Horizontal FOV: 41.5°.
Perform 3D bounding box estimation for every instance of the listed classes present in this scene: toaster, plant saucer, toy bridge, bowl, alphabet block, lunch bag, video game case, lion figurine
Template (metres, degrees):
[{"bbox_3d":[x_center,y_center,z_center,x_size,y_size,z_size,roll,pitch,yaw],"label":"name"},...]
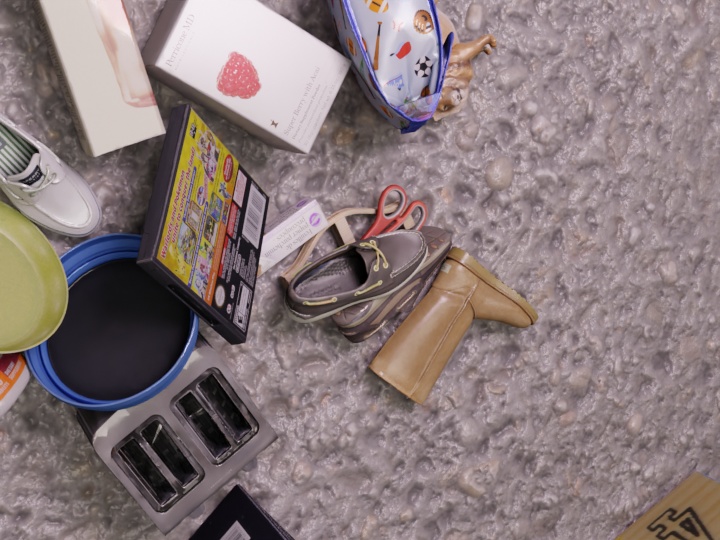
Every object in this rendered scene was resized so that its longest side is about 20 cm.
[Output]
[{"bbox_3d":[-0.216,0.177,1.116,0.180,0.118,0.202,-38,112,-15],"label":"toaster"},{"bbox_3d":[-0.400,0.004,0.985,0.199,0.202,0.031,34,125,-26],"label":"plant saucer"},{"bbox_3d":[-0.019,-0.042,1.218,0.198,0.027,0.068,-33,111,-17],"label":"toy bridge"},{"bbox_3d":[-0.271,0.057,1.047,0.196,0.040,0.204,-2,66,5],"label":"bowl"},{"bbox_3d":[0.544,0.472,1.479,0.198,0.196,0.197,-34,110,-15],"label":"alphabet block"},{"bbox_3d":[0.040,-0.263,1.100,0.122,0.170,0.204,-17,94,-1],"label":"lunch bag"},{"bbox_3d":[-0.167,-0.049,1.052,0.181,0.025,0.203,50,38,-49],"label":"video game case"},{"bbox_3d":[0.098,-0.303,1.211,0.121,0.072,0.203,-27,96,-4],"label":"lion figurine"}]

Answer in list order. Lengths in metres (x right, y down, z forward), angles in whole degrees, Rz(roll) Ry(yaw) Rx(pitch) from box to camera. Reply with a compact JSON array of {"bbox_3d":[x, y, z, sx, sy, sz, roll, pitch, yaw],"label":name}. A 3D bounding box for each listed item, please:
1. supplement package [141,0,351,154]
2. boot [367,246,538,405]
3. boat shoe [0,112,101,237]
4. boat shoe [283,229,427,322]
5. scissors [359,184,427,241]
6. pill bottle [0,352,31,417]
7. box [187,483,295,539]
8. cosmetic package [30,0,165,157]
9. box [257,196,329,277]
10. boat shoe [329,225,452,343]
[{"bbox_3d":[-0.134,-0.234,1.079,0.198,0.119,0.123,27,89,-26],"label":"supplement package"},{"bbox_3d":[0.127,0.094,1.295,0.174,0.066,0.202,36,85,-17],"label":"boot"},{"bbox_3d":[-0.362,-0.105,1.026,0.199,0.067,0.074,41,82,-25],"label":"boat shoe"},{"bbox_3d":[0.000,0.000,1.161,0.199,0.061,0.072,-27,73,-15],"label":"boat shoe"},{"bbox_3d":[0.007,-0.023,1.210,0.073,0.014,0.201,45,77,-24],"label":"scissors"},{"bbox_3d":[-0.452,0.075,0.993,0.110,0.109,0.201,-45,114,-11],"label":"pill bottle"},{"bbox_3d":[-0.098,0.387,1.162,0.104,0.199,0.183,-47,113,-12],"label":"box"},{"bbox_3d":[-0.286,-0.234,1.019,0.086,0.103,0.204,-21,109,-19],"label":"cosmetic package"},{"bbox_3d":[-0.130,-0.018,1.164,0.199,0.041,0.039,-37,112,-14],"label":"box"},{"bbox_3d":[0.041,0.017,1.242,0.199,0.074,0.074,-37,138,-18],"label":"boat shoe"}]
